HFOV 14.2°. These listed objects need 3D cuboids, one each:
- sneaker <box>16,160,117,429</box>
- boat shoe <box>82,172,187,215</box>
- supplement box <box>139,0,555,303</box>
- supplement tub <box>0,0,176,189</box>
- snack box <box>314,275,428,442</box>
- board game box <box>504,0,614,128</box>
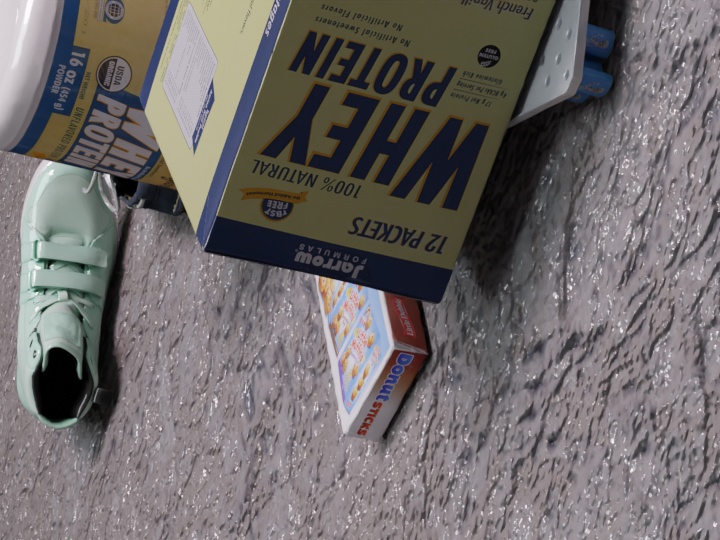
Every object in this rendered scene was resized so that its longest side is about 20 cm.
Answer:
[{"bbox_3d":[-0.209,0.017,2.095,0.118,0.073,0.202,-142,57,-74],"label":"sneaker"},{"bbox_3d":[-0.153,-0.074,2.020,0.200,0.061,0.075,-143,65,-68],"label":"boat shoe"},{"bbox_3d":[-0.010,-0.123,1.503,0.200,0.133,0.201,-118,44,-60],"label":"supplement box"},{"bbox_3d":[-0.134,-0.129,1.808,0.145,0.199,0.146,-168,90,-70],"label":"supplement tub"},{"bbox_3d":[0.000,0.000,1.635,0.201,0.024,0.072,-101,32,-47],"label":"snack box"},{"bbox_3d":[0.086,-0.164,1.503,0.200,0.026,0.201,155,124,-65],"label":"board game box"}]
